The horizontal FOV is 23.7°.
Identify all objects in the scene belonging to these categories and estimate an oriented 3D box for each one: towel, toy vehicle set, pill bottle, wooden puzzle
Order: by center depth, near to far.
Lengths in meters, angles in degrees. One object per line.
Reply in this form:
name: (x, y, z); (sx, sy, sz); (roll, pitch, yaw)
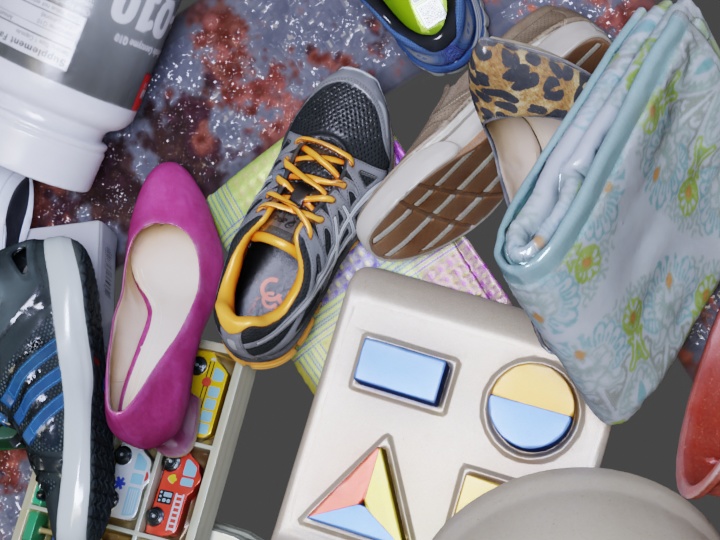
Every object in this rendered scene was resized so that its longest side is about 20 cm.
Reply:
towel: (0.165, -0.033, 0.994); (0.048, 0.171, 0.201); (18, 67, 43)
wooden puzzle: (0.054, 0.109, 1.052); (0.184, 0.046, 0.202); (15, 78, 10)
pill bottle: (-0.181, -0.160, 1.104); (0.113, 0.114, 0.202); (24, 96, 9)
toy vehicle set: (-0.151, 0.137, 1.109); (0.123, 0.027, 0.202); (10, 74, 19)
towel: (0.000, 0.000, 1.121); (0.143, 0.023, 0.201); (-35, 84, 10)

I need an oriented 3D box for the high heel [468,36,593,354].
high heel: (0.103, -0.041, 0.996); (0.071, 0.200, 0.144); (3, 72, 30)

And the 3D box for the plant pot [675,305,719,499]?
plant pot: (0.310, 0.071, 0.988); (0.194, 0.201, 0.202); (21, 95, 2)

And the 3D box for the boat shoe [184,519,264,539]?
boat shoe: (-0.048, 0.214, 1.109); (0.198, 0.072, 0.068); (14, 85, 19)

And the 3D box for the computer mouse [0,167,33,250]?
computer mouse: (-0.266, 0.010, 1.110); (0.109, 0.044, 0.202); (2, 71, 17)

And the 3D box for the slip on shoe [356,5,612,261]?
slip on shoe: (0.070, -0.089, 1.076); (0.200, 0.076, 0.061); (-45, 50, 4)

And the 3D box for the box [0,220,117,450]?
box: (-0.260, 0.049, 1.136); (0.198, 0.036, 0.146); (-7, 68, 14)

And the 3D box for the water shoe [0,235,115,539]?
water shoe: (-0.197, 0.080, 1.050); (0.078, 0.072, 0.202); (-8, 69, 3)

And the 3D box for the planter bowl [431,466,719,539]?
planter bowl: (0.126, 0.231, 0.950); (0.198, 0.135, 0.202); (0, 115, -1)

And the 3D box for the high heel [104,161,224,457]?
high heel: (-0.133, 0.014, 1.079); (0.067, 0.096, 0.202); (-1, 71, 15)

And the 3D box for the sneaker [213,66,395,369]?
sneaker: (-0.035, -0.034, 1.072); (0.078, 0.077, 0.202); (20, 85, 13)

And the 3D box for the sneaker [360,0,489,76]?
sneaker: (0.013, -0.217, 1.078); (0.078, 0.089, 0.201); (-35, 85, 8)
